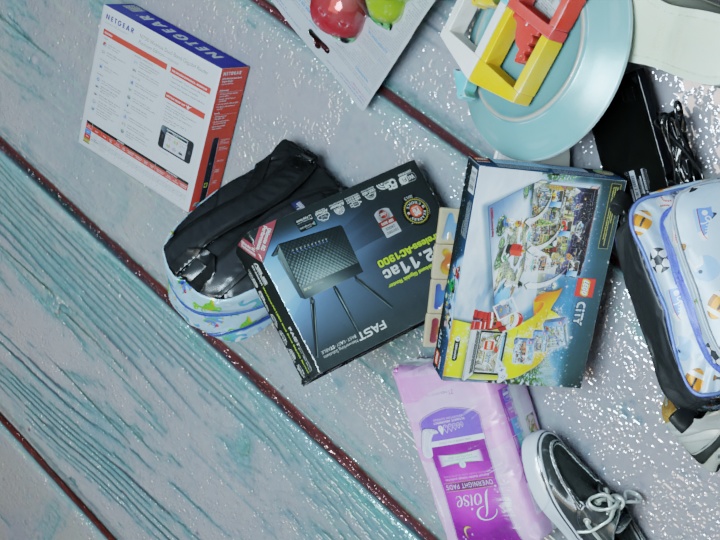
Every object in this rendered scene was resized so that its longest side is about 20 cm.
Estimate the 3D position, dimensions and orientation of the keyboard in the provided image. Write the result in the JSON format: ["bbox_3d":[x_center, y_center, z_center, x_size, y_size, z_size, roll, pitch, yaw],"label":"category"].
[{"bbox_3d":[0.264,-0.077,0.942,0.104,0.039,0.201,-10,97,61],"label":"keyboard"}]

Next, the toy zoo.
[{"bbox_3d":[0.137,-0.235,0.930,0.131,0.020,0.201,53,126,43],"label":"toy zoo"}]

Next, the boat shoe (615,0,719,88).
[{"bbox_3d":[0.251,-0.201,0.887,0.202,0.060,0.072,40,122,44],"label":"boat shoe"}]

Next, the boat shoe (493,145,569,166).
[{"bbox_3d":[0.142,-0.041,1.014,0.068,0.072,0.201,32,127,49],"label":"boat shoe"}]

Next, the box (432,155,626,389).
[{"bbox_3d":[0.148,0.005,0.960,0.038,0.136,0.201,-120,37,-68],"label":"box"}]

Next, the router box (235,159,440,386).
[{"bbox_3d":[0.000,0.000,1.043,0.150,0.199,0.062,61,157,7],"label":"router box"}]

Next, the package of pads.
[{"bbox_3d":[0.118,0.174,1.078,0.120,0.076,0.201,-17,92,41],"label":"package of pads"}]

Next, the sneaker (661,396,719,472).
[{"bbox_3d":[0.359,0.113,0.899,0.200,0.076,0.088,-23,108,37],"label":"sneaker"}]

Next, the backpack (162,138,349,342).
[{"bbox_3d":[-0.110,-0.019,1.120,0.163,0.200,0.154,43,141,19],"label":"backpack"}]

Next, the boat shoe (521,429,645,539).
[{"bbox_3d":[0.227,0.234,1.012,0.068,0.073,0.200,-34,81,41],"label":"boat shoe"}]

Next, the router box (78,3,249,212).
[{"bbox_3d":[-0.236,-0.193,1.261,0.200,0.049,0.180,32,118,26],"label":"router box"}]

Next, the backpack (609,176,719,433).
[{"bbox_3d":[0.310,0.002,0.817,0.190,0.154,0.201,-14,80,-5],"label":"backpack"}]

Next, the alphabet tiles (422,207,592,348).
[{"bbox_3d":[0.145,0.010,0.985,0.006,0.166,0.201,-119,33,-68],"label":"alphabet tiles"}]

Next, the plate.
[{"bbox_3d":[0.153,-0.197,0.941,0.200,0.025,0.201,-12,76,53],"label":"plate"}]

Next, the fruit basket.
[{"bbox_3d":[-0.004,-0.291,1.058,0.185,0.094,0.200,51,141,15],"label":"fruit basket"}]
